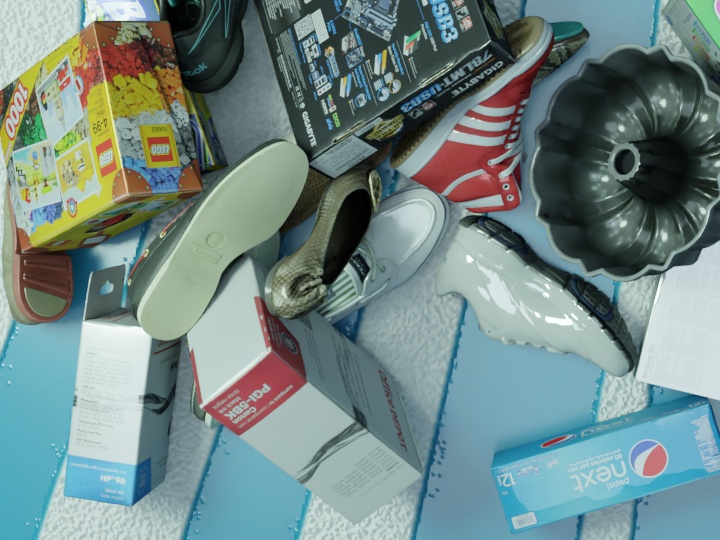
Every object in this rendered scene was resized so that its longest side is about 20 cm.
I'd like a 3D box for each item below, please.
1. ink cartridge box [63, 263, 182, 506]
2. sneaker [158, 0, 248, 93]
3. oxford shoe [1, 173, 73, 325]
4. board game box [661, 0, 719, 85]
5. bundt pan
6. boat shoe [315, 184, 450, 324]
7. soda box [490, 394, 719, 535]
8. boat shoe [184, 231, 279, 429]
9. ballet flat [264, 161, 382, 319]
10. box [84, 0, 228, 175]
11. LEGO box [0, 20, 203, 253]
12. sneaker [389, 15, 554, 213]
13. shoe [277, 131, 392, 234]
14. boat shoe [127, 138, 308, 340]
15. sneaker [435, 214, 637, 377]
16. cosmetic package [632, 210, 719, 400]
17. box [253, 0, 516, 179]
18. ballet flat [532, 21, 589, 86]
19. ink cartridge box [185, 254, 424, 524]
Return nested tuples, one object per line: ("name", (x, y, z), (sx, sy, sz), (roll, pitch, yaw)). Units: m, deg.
("ink cartridge box", (-0.210, 0.100, 1.386), (0.068, 0.116, 0.201), (8, 96, 7))
("sneaker", (-0.130, -0.258, 1.340), (0.075, 0.079, 0.200), (-6, 65, 27))
("oxford shoe", (-0.307, -0.047, 1.415), (0.070, 0.075, 0.201), (11, 74, -34))
("board game box", (0.330, -0.155, 1.277), (0.040, 0.153, 0.200), (-35, 89, 7))
("bundt pan", (0.243, -0.088, 1.297), (0.202, 0.076, 0.202), (-6, 81, 44))
("boat shoe", (0.000, 0.000, 1.375), (0.200, 0.067, 0.074), (-43, 88, 8))
("soda box", (0.220, 0.170, 1.356), (0.200, 0.068, 0.064), (-17, 92, 9))
("boat shoe", (-0.126, 0.045, 1.389), (0.060, 0.072, 0.202), (20, 109, 15))
("ballet flat", (-0.019, -0.026, 1.289), (0.046, 0.200, 0.068), (0, 123, 28))
("box", (-0.187, -0.178, 1.387), (0.064, 0.070, 0.200), (-20, 91, 7))
("LEGO box", (-0.229, -0.111, 1.314), (0.200, 0.077, 0.149), (-21, 79, 51))
("sneaker", (0.126, -0.126, 1.314), (0.112, 0.071, 0.200), (33, 132, -16))
("shoe", (-0.059, -0.087, 1.390), (0.200, 0.053, 0.070), (-28, 124, 13))
("boat shoe", (-0.124, -0.035, 1.284), (0.074, 0.063, 0.201), (34, 100, -37))
("sneaker", (0.156, 0.035, 1.364), (0.200, 0.074, 0.087), (36, 110, 11))
("cosmetic package", (0.302, 0.007, 1.342), (0.082, 0.051, 0.201), (14, 95, 5))
("box", (0.014, -0.210, 1.301), (0.198, 0.050, 0.200), (-31, 59, 23))
("ballet flat", (0.104, -0.182, 1.357), (0.199, 0.068, 0.075), (1, 116, 13))
("ink cartridge box", (-0.050, 0.103, 1.307), (0.083, 0.147, 0.200), (-39, 122, 14))
